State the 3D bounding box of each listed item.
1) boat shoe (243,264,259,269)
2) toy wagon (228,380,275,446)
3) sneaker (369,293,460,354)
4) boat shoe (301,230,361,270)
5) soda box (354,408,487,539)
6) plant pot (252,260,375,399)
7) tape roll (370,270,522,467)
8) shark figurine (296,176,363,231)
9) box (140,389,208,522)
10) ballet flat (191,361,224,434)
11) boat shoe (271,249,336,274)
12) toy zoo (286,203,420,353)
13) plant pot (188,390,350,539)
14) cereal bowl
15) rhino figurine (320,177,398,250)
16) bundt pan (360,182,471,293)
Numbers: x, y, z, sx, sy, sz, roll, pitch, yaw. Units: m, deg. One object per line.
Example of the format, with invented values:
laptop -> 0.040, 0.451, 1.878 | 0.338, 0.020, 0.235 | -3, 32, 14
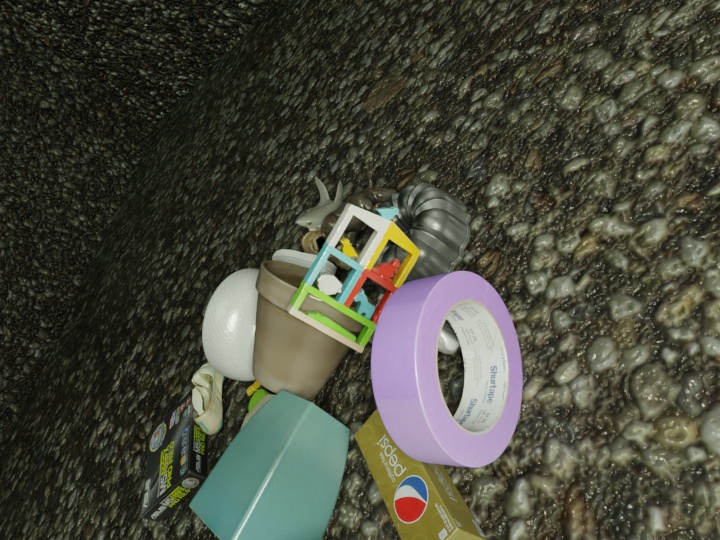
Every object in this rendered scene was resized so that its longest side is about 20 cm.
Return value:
boat shoe -> -0.286, 0.073, 1.244 | 0.204, 0.074, 0.075 | -54, 33, 2
toy wagon -> -0.165, 0.272, 0.953 | 0.155, 0.039, 0.202 | -45, 33, 17
sneaker -> 0.074, 0.094, 0.788 | 0.084, 0.074, 0.199 | -65, 23, -5
boat shoe -> -0.068, -0.055, 1.086 | 0.198, 0.064, 0.072 | 15, 73, 55
soda box -> 0.064, 0.252, 0.660 | 0.068, 0.064, 0.201 | -49, 34, 9
plant pot -> -0.093, 0.102, 0.902 | 0.199, 0.196, 0.177 | 34, 107, 56
tape roll -> 0.101, 0.106, 0.614 | 0.065, 0.199, 0.204 | -12, 52, 43
shark figurine -> -0.052, -0.139, 1.113 | 0.215, 0.124, 0.092 | -86, 0, -70
box -> -0.372, 0.370, 1.128 | 0.160, 0.044, 0.202 | -42, 36, 19
ballet flat -> -0.316, 0.242, 1.147 | 0.069, 0.069, 0.202 | -44, 35, 16
boat shoe -> -0.123, 0.008, 1.110 | 0.197, 0.072, 0.070 | 11, 70, 45
toy zoo -> 0.000, 0.000, 0.786 | 0.203, 0.130, 0.020 | -58, 23, 2
plant pot -> -0.111, 0.287, 0.789 | 0.140, 0.141, 0.203 | 4, 59, 52
cereal bowl -> -0.179, 0.101, 0.991 | 0.082, 0.200, 0.204 | 8, 66, 32
rhino figurine -> 0.004, -0.109, 1.007 | 0.086, 0.061, 0.200 | 18, 47, 31
bundt pan -> 0.076, -0.054, 0.896 | 0.200, 0.075, 0.205 | -31, 41, 32
